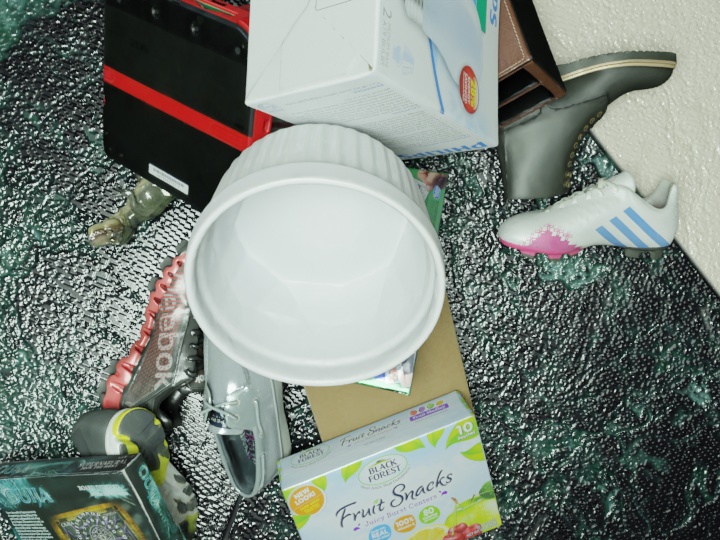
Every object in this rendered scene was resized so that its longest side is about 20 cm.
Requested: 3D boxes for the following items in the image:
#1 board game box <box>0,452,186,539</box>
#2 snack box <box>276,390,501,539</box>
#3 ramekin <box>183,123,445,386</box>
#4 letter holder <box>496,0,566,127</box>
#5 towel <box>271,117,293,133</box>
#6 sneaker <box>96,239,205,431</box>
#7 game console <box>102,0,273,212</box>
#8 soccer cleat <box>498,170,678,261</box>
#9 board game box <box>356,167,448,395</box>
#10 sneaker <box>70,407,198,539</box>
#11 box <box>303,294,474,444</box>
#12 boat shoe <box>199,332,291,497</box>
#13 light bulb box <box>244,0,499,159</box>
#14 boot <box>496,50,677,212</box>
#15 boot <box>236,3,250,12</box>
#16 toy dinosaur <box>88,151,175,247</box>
[{"bbox_3d":[-0.251,0.236,0.709,0.196,0.028,0.138,-10,109,30],"label":"board game box"},{"bbox_3d":[0.031,0.223,0.765,0.196,0.053,0.145,-20,113,-4],"label":"snack box"},{"bbox_3d":[-0.033,-0.016,0.601,0.194,0.106,0.204,0,129,0],"label":"ramekin"},{"bbox_3d":[0.091,-0.240,0.744,0.140,0.100,0.205,-25,72,29],"label":"letter holder"},{"bbox_3d":[-0.047,-0.146,0.761,0.142,0.030,0.206,2,81,5],"label":"towel"},{"bbox_3d":[-0.175,0.067,0.751,0.096,0.071,0.204,26,90,15],"label":"sneaker"},{"bbox_3d":[-0.154,-0.150,0.666,0.197,0.031,0.181,29,124,27],"label":"game console"},{"bbox_3d":[0.236,-0.062,0.789,0.194,0.070,0.089,-1,113,-12],"label":"soccer cleat"},{"bbox_3d":[0.000,0.000,0.705,0.131,0.029,0.205,11,82,6],"label":"board game box"},{"bbox_3d":[-0.220,0.212,0.749,0.083,0.074,0.205,8,120,27],"label":"sneaker"},{"bbox_3d":[0.030,0.124,0.767,0.160,0.021,0.204,-18,113,-5],"label":"box"},{"bbox_3d":[-0.115,0.131,0.725,0.068,0.072,0.205,5,122,26],"label":"boat shoe"},{"bbox_3d":[0.020,-0.210,0.609,0.122,0.198,0.204,-1,84,35],"label":"light bulb box"},{"bbox_3d":[0.231,-0.146,0.797,0.195,0.077,0.142,-9,96,9],"label":"boot"},{"bbox_3d":[-0.117,-0.224,0.737,0.144,0.197,0.074,-43,123,-36],"label":"boot"},{"bbox_3d":[-0.203,-0.108,0.771,0.199,0.047,0.089,-38,97,-8],"label":"toy dinosaur"}]
